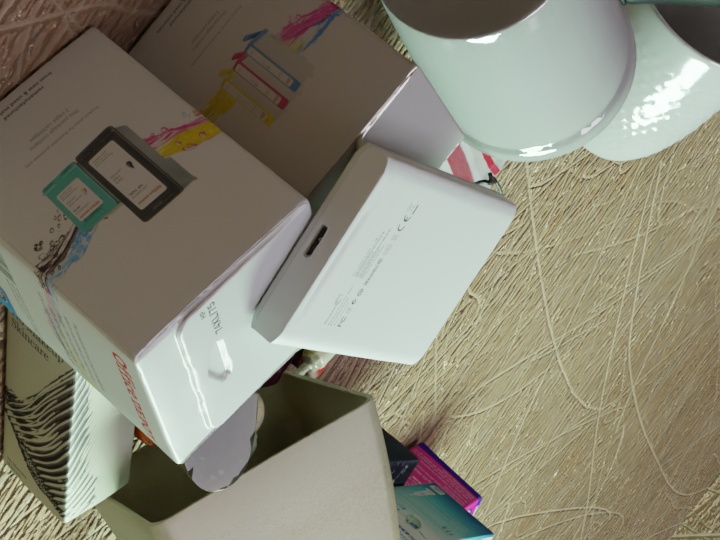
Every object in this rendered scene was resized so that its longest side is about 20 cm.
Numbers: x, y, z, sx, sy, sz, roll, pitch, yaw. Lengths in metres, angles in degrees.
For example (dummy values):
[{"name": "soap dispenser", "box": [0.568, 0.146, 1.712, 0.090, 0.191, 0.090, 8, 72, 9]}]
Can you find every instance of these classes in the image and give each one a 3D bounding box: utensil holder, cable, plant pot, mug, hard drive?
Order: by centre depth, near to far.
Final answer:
[{"name": "hard drive", "box": [0.020, -0.005, 1.148, 0.133, 0.026, 0.199, -57, 155, 10]}, {"name": "utensil holder", "box": [0.108, -0.198, 1.357, 0.170, 0.170, 0.200, -50, 153, -3]}, {"name": "plant pot", "box": [-0.075, 0.213, 1.438, 0.198, 0.179, 0.200, -29, -166, -20]}, {"name": "cable", "box": [0.000, 0.032, 1.619, 0.200, 0.050, 0.098, -40, 158, -26]}, {"name": "mug", "box": [0.274, -0.205, 1.680, 0.176, 0.147, 0.201, -49, -166, 44]}]

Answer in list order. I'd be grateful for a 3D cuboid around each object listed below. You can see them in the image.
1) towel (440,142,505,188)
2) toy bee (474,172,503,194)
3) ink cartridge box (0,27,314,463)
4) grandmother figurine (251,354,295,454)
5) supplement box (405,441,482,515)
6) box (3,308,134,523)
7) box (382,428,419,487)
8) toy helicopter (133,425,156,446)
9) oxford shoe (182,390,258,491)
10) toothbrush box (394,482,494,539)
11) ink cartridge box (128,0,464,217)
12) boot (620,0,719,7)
[{"name": "towel", "box": [0.086, -0.080, 1.611, 0.201, 0.023, 0.144, -58, 156, -11]}, {"name": "toy bee", "box": [0.003, -0.090, 1.423, 0.131, 0.109, 0.200, -45, 129, -3]}, {"name": "ink cartridge box", "box": [-0.140, -0.015, 1.130, 0.146, 0.200, 0.147, -43, 155, -18]}, {"name": "grandmother figurine", "box": [-0.076, 0.043, 1.351, 0.121, 0.060, 0.202, 21, 82, -45]}, {"name": "supplement box", "box": [0.024, 0.287, 1.946, 0.199, 0.103, 0.102, -26, 146, -41]}, {"name": "box", "box": [-0.207, 0.082, 1.292, 0.068, 0.082, 0.201, -31, 147, -35]}, {"name": "box", "box": [-0.076, 0.223, 1.668, 0.201, 0.117, 0.196, -59, 155, 12]}, {"name": "toy helicopter", "box": [-0.133, 0.024, 1.356, 0.131, 0.079, 0.202, -20, 128, -39]}, {"name": "oxford shoe", "box": [-0.123, 0.056, 1.280, 0.071, 0.071, 0.202, -16, 100, -29]}, {"name": "toothbrush box", "box": [0.021, 0.283, 1.677, 0.147, 0.085, 0.199, -57, 155, 11]}, {"name": "ink cartridge box", "box": [-0.035, -0.103, 1.193, 0.126, 0.200, 0.129, -50, 156, -1]}, {"name": "boot", "box": [0.211, -0.219, 1.523, 0.198, 0.077, 0.169, 22, 110, -18]}]
